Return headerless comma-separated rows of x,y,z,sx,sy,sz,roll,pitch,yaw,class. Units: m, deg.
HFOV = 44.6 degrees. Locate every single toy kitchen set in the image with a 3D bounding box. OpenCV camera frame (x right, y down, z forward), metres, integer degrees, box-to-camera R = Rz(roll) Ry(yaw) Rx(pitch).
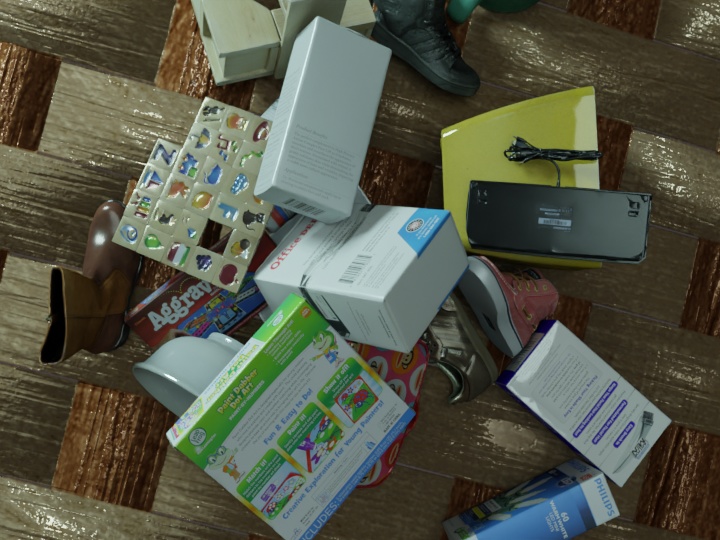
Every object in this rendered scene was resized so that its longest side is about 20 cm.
-0.097,-0.353,1.049,0.197,0.163,0.183,-15,77,-16,toy kitchen set

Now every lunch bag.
0.005,0.160,1.062,0.175,0.082,0.203,16,95,-42,lunch bag

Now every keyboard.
0.215,-0.078,0.960,0.197,0.021,0.129,6,97,13,keyboard

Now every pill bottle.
-0.078,-0.154,1.076,0.112,0.112,0.200,45,86,-3,pill bottle

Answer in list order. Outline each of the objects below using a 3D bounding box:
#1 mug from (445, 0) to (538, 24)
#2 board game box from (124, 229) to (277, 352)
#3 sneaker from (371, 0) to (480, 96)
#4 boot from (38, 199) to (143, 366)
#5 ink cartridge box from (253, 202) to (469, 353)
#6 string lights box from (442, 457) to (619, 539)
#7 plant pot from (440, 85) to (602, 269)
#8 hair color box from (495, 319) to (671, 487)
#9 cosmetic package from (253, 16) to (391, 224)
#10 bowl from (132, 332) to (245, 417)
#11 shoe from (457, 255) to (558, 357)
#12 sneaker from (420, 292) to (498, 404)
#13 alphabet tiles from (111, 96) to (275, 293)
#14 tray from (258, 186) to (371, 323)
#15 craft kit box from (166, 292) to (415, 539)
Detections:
0.195,-0.403,1.106,0.150,0.114,0.188,7,88,-5,mug
-0.178,0.032,1.071,0.199,0.019,0.103,-38,117,5,board game box
0.084,-0.311,1.099,0.198,0.060,0.105,33,126,-1,sneaker
-0.317,0.006,1.004,0.067,0.200,0.191,10,89,5,boot
0.000,0.000,0.994,0.145,0.198,0.085,-51,131,-31,ink cartridge box
0.209,0.311,1.096,0.198,0.103,0.060,-24,91,-6,string lights box
0.187,-0.098,1.069,0.174,0.200,0.203,-3,89,6,plant pot
0.284,0.168,1.127,0.200,0.065,0.110,41,85,-1,hair color box
-0.042,-0.166,0.985,0.101,0.074,0.203,20,77,-23,cosmetic package
-0.162,0.138,1.034,0.200,0.201,0.091,36,68,-3,bowl
0.182,0.022,1.073,0.091,0.201,0.071,-44,51,-9,shoe
0.095,0.076,1.103,0.075,0.070,0.201,-36,93,-17,sneaker
-0.176,-0.096,1.015,0.165,0.008,0.202,21,81,12,alphabet tiles
-0.061,-0.020,1.120,0.199,0.022,0.108,-36,93,-5,tray
-0.069,0.164,0.940,0.200,0.048,0.198,-47,117,-11,craft kit box
